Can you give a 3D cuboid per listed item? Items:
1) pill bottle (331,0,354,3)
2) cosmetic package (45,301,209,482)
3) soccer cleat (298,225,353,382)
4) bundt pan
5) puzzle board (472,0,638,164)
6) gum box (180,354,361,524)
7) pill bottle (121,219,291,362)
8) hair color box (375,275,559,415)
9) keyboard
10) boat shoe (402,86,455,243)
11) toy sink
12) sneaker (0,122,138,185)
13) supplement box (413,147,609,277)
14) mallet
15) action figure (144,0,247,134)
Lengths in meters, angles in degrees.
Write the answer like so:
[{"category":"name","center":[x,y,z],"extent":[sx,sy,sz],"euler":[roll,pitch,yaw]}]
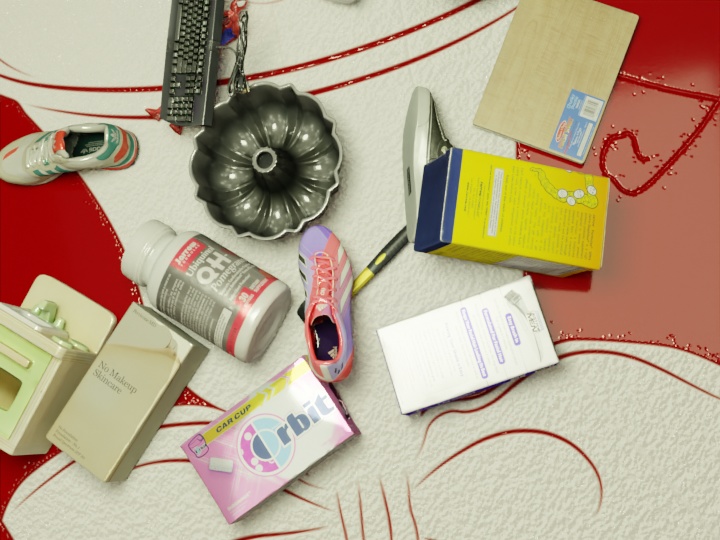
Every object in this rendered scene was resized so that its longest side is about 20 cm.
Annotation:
[{"category":"pill bottle","center":[-0.009,-0.452,1.361],"extent":[0.108,0.109,0.203],"euler":[18,85,11]},{"category":"cosmetic package","center":[-0.291,0.153,1.335],"extent":[0.103,0.073,0.201],"euler":[31,88,12]},{"category":"soccer cleat","center":[-0.042,0.034,1.270],"extent":[0.066,0.077,0.203],"euler":[-7,70,5]},{"category":"bundt pan","center":[-0.111,-0.130,1.344],"extent":[0.199,0.076,0.205],"euler":[-2,80,11]},{"category":"puzzle board","center":[0.245,-0.250,1.339],"extent":[0.149,0.017,0.202],"euler":[21,86,10]},{"category":"gum box","center":[-0.104,0.203,1.300],"extent":[0.199,0.066,0.114],"euler":[-36,79,2]},{"category":"pill bottle","center":[-0.194,0.020,1.320],"extent":[0.198,0.111,0.112],"euler":[30,87,12]},{"category":"hair color box","center":[0.129,0.092,1.282],"extent":[0.197,0.065,0.111],"euler":[-19,78,8]},{"category":"keyboard","center":[-0.191,-0.280,1.325],"extent":[0.125,0.021,0.203],"euler":[4,88,22]},{"category":"boat shoe","center":[0.089,-0.130,1.324],"extent":[0.063,0.071,0.203],"euler":[2,78,-12]},{"category":"toy sink","center":[-0.421,0.112,1.341],"extent":[0.129,0.112,0.202],"euler":[28,87,11]},{"category":"sneaker","center":[-0.396,-0.161,1.387],"extent":[0.197,0.093,0.071],"euler":[-6,80,8]},{"category":"supplement box","center":[0.175,-0.065,1.242],"extent":[0.197,0.109,0.111],"euler":[10,83,-13]},{"category":"mallet","center":[0.000,0.000,1.334],"extent":[0.066,0.041,0.201],"euler":[35,84,14]},{"category":"action figure","center":[-0.210,-0.284,1.378],"extent":[0.065,0.099,0.201],"euler":[31,85,11]}]
